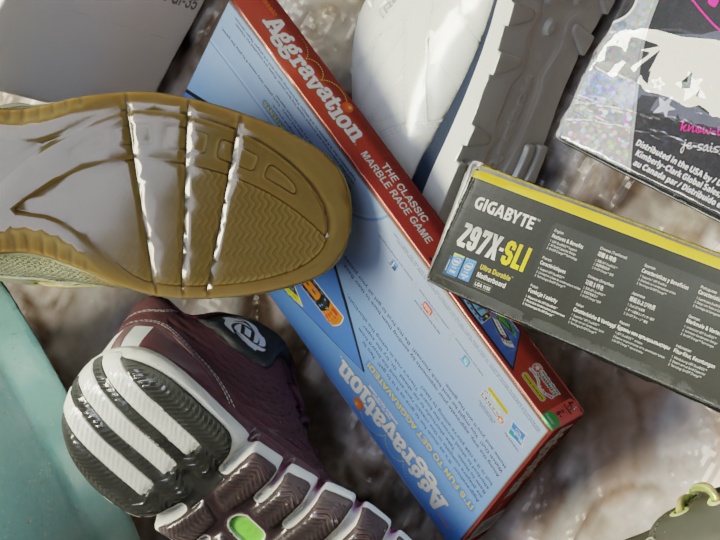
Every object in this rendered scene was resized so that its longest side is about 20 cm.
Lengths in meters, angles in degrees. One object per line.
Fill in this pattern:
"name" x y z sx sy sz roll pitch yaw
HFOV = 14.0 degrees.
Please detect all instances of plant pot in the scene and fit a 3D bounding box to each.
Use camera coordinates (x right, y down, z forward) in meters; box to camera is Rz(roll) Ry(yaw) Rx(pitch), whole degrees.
"plant pot" -0.167 0.085 1.118 0.134 0.200 0.201 -28 72 -9

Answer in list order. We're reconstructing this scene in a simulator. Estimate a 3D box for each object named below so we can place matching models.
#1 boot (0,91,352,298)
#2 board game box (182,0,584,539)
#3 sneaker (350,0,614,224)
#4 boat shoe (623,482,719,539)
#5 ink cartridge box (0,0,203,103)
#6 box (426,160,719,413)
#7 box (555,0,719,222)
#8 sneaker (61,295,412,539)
"boot" -0.097 -0.028 1.106 0.199 0.155 0.072 3 90 5
"board game box" 0.000 0.000 1.087 0.200 0.019 0.103 54 146 14
"sneaker" 0.043 -0.104 1.092 0.080 0.076 0.200 29 96 34
"boat shoe" 0.141 0.105 1.027 0.201 0.072 0.061 -1 83 18
"ink cartridge box" -0.176 -0.142 1.152 0.200 0.146 0.083 30 98 24
"box" 0.142 0.031 0.945 0.200 0.159 0.049 24 90 51
"box" 0.170 -0.055 0.955 0.132 0.200 0.115 29 96 24
"sneaker" -0.021 0.081 1.103 0.076 0.116 0.200 -36 107 22
